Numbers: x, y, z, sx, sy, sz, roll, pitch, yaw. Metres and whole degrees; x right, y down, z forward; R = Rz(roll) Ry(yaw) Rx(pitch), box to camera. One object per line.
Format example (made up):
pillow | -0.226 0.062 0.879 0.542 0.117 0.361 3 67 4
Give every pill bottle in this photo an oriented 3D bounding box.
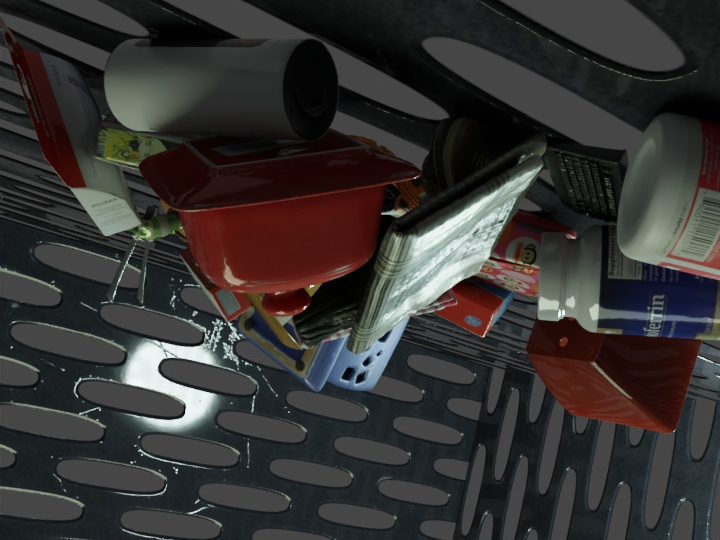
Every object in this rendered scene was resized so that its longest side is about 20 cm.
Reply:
pill bottle | 0.303 -0.042 0.652 0.198 0.114 0.112 14 172 2
pill bottle | 0.289 0.010 0.928 0.197 0.117 0.116 3 169 14

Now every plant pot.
plant pot | -0.056 0.050 1.276 0.199 0.202 0.179 34 -162 27
plant pot | 0.364 0.102 1.305 0.175 0.202 0.199 32 163 -32

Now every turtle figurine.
turtle figurine | -0.253 -0.072 1.026 0.198 0.196 0.144 -23 178 21

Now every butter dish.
butter dish | -0.068 -0.034 0.731 0.198 0.150 0.199 -11 -159 -19

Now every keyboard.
keyboard | 0.245 -0.077 0.844 0.126 0.021 0.200 11 172 21

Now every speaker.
speaker | -0.118 -0.152 0.733 0.198 0.082 0.081 9 171 32

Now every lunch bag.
lunch bag | 0.167 -0.026 1.098 0.174 0.083 0.200 14 172 4

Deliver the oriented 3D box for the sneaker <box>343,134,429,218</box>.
sneaker | 0.025 -0.089 0.958 0.198 0.077 0.092 19 175 -22

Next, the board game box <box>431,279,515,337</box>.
board game box | 0.107 0.010 1.212 0.198 0.041 0.153 26 -158 15

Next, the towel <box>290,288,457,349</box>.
towel | 0.003 0.023 1.075 0.198 0.030 0.147 -16 -142 -8

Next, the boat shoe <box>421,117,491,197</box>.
boat shoe | 0.088 -0.090 0.832 0.065 0.072 0.201 20 172 21

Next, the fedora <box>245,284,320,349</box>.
fedora | -0.096 -0.016 0.885 0.201 0.082 0.201 52 172 11

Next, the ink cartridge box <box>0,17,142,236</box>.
ink cartridge box | -0.282 -0.142 0.865 0.057 0.164 0.200 -20 164 -12

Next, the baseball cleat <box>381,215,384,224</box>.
baseball cleat | 0.005 -0.063 1.168 0.105 0.071 0.200 14 173 4

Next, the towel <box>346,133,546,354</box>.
towel | 0.080 -0.018 0.786 0.035 0.199 0.193 45 147 19

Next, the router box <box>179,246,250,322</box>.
router box | -0.129 -0.029 1.125 0.049 0.179 0.200 61 168 -23

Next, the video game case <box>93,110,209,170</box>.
video game case | -0.170 -0.125 0.893 0.179 0.036 0.200 12 -167 -13

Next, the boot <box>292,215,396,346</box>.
boot | -0.001 -0.002 1.022 0.156 0.080 0.212 -21 -160 13
